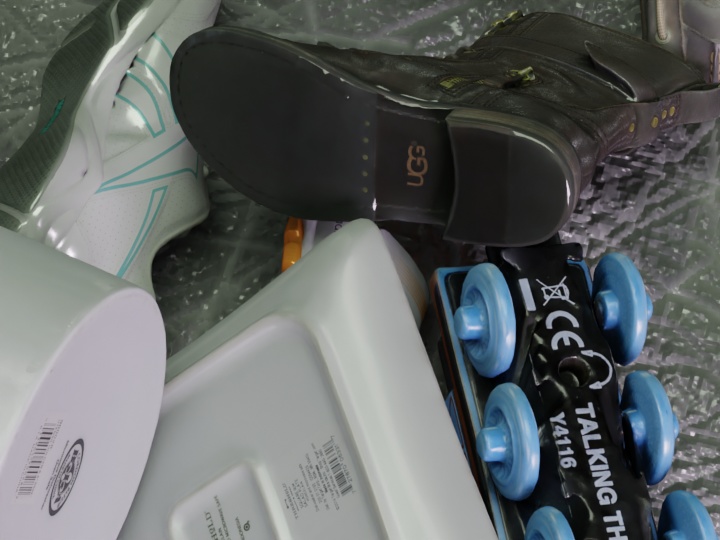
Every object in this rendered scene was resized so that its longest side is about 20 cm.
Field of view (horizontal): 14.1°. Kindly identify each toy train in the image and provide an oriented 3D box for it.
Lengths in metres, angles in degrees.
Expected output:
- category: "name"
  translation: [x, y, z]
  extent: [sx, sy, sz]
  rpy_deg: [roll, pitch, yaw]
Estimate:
- category: "toy train"
  translation: [0.078, 0.081, 1.166]
  extent: [0.086, 0.114, 0.201]
  rpy_deg: [-4, 63, -19]

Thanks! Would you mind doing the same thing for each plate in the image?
- category: "plate"
  translation: [-0.044, 0.107, 1.143]
  extent: [0.200, 0.032, 0.200]
  rpy_deg: [-35, 60, 27]

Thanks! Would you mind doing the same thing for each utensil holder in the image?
- category: "utensil holder"
  translation: [-0.197, 0.047, 1.116]
  extent: [0.199, 0.170, 0.170]
  rpy_deg: [20, 68, 15]

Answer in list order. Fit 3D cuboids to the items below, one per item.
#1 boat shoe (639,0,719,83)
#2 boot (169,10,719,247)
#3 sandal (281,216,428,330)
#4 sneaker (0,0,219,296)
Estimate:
- category: "boat shoe"
  translation: [0.133, -0.169, 1.302]
  extent: [0.073, 0.075, 0.201]
  rpy_deg: [-13, 64, -4]
- category: "boot"
  translation: [0.038, -0.073, 1.221]
  extent: [0.199, 0.069, 0.174]
  rpy_deg: [19, 27, 16]
- category: "sandal"
  translation: [-0.001, -0.004, 1.229]
  extent: [0.059, 0.079, 0.207]
  rpy_deg: [0, 63, 5]
- category: "sneaker"
  translation: [-0.100, -0.058, 1.264]
  extent: [0.080, 0.070, 0.201]
  rpy_deg: [41, 51, -23]
